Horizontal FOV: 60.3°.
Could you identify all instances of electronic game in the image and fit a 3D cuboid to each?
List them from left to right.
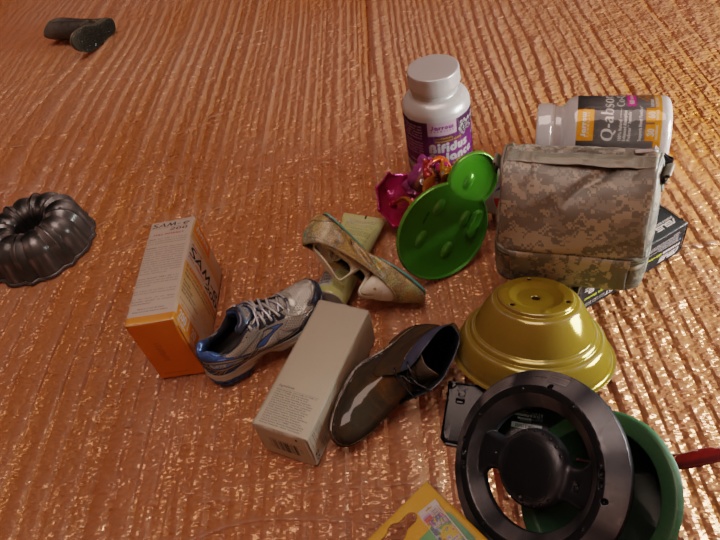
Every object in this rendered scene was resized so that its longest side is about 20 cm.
[{"bbox_3d":[0.181,0.204,0.639,0.199,0.041,0.202,-20,61,40],"label":"electronic game"}]

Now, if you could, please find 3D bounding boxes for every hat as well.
[{"bbox_3d":[0.299,0.246,0.650,0.199,0.175,0.167,-25,50,43],"label":"hat"}]

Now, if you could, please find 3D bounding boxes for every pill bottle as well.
[{"bbox_3d":[0.128,-0.245,1.026,0.111,0.201,0.113,-7,46,7],"label":"pill bottle"},{"bbox_3d":[0.386,-0.222,1.000,0.198,0.117,0.117,4,48,17],"label":"pill bottle"}]

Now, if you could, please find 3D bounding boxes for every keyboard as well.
[{"bbox_3d":[0.201,0.175,0.741,0.198,0.040,0.105,7,73,18],"label":"keyboard"}]

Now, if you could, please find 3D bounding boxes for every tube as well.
[{"bbox_3d":[-0.018,-0.020,0.961,0.052,0.058,0.201,-36,25,44],"label":"tube"}]

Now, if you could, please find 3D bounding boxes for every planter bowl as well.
[{"bbox_3d":[0.211,0.064,0.756,0.198,0.084,0.201,-4,28,2],"label":"planter bowl"}]

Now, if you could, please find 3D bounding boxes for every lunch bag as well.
[{"bbox_3d":[0.266,-0.079,0.766,0.198,0.168,0.140,8,56,21],"label":"lunch bag"}]

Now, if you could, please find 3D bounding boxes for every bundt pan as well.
[{"bbox_3d":[-0.592,-0.069,1.124,0.199,0.076,0.203,-7,47,8],"label":"bundt pan"}]

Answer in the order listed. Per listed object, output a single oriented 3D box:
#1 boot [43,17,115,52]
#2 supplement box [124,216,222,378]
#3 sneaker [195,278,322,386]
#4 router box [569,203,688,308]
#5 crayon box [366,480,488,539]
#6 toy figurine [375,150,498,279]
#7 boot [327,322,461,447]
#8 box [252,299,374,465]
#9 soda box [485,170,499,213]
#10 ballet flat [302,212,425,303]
[{"bbox_3d":[-0.817,-0.672,1.748,0.198,0.073,0.182,13,37,15],"label":"boot"},{"bbox_3d":[-0.266,0.036,0.910,0.073,0.127,0.201,-9,47,6],"label":"supplement box"},{"bbox_3d":[-0.139,0.075,0.850,0.199,0.085,0.077,-39,50,-8],"label":"sneaker"},{"bbox_3d":[0.332,-0.045,0.885,0.199,0.062,0.150,-28,49,-13],"label":"router box"},{"bbox_3d":[0.094,0.325,0.604,0.125,0.052,0.200,-37,51,-20],"label":"crayon box"},{"bbox_3d":[0.096,-0.116,0.948,0.149,0.201,0.184,17,19,-32],"label":"toy figurine"},{"bbox_3d":[0.042,0.131,0.754,0.075,0.097,0.200,47,62,-5],"label":"boot"},{"bbox_3d":[-0.055,0.139,0.802,0.081,0.069,0.201,12,51,23],"label":"box"},{"bbox_3d":[0.236,-0.131,0.933,0.199,0.064,0.068,-1,31,45],"label":"soda box"},{"bbox_3d":[0.000,0.000,0.886,0.199,0.071,0.071,38,59,1],"label":"ballet flat"}]
